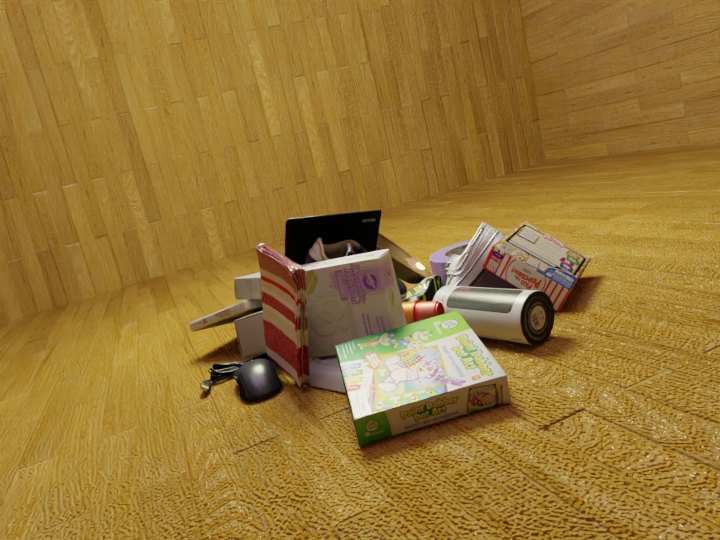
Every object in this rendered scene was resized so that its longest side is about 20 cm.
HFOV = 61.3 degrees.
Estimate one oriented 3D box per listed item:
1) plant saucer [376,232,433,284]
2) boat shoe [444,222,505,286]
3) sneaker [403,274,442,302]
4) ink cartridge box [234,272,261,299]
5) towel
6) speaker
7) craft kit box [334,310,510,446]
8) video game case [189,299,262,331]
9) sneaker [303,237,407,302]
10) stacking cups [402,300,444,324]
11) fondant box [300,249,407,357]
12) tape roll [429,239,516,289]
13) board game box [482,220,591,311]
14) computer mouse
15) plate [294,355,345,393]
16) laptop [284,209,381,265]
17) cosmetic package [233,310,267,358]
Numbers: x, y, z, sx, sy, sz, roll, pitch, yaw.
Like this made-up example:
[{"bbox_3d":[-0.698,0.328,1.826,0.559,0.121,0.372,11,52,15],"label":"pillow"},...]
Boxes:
[{"bbox_3d":[0.062,-0.028,1.257,0.036,0.198,0.200,-55,5,11],"label":"plant saucer"},{"bbox_3d":[0.193,-0.002,1.148,0.201,0.065,0.074,-50,-15,-11],"label":"boat shoe"},{"bbox_3d":[0.104,0.060,1.157,0.075,0.077,0.199,-7,12,32],"label":"sneaker"},{"bbox_3d":[-0.134,0.026,1.242,0.196,0.048,0.160,-1,5,19],"label":"ink cartridge box"},{"bbox_3d":[-0.126,0.071,0.971,0.022,0.204,0.143,-14,24,-30],"label":"towel"},{"bbox_3d":[0.204,0.068,0.970,0.080,0.083,0.199,-21,13,-32],"label":"speaker"},{"bbox_3d":[0.072,0.135,0.815,0.193,0.049,0.200,-13,21,-6],"label":"craft kit box"},{"bbox_3d":[-0.238,0.084,1.313,0.180,0.023,0.199,-21,-6,34],"label":"video game case"},{"bbox_3d":[0.000,0.000,1.065,0.196,0.081,0.079,14,25,-16],"label":"sneaker"},{"bbox_3d":[0.043,0.074,1.025,0.197,0.062,0.060,-9,12,30],"label":"stacking cups"},{"bbox_3d":[-0.032,0.057,0.983,0.197,0.147,0.058,-10,10,27],"label":"fondant box"},{"bbox_3d":[0.248,-0.007,1.280,0.196,0.087,0.200,-13,12,3],"label":"tape roll"},{"bbox_3d":[0.326,-0.016,1.107,0.150,0.047,0.199,33,31,18],"label":"board game box"},{"bbox_3d":[-0.210,0.178,1.042,0.138,0.047,0.200,-15,11,-10],"label":"computer mouse"},{"bbox_3d":[0.016,0.138,0.988,0.198,0.033,0.198,-24,14,-39],"label":"plate"},{"bbox_3d":[-0.068,-0.050,1.138,0.174,0.106,0.200,-6,5,-16],"label":"laptop"},{"bbox_3d":[-0.171,0.110,1.172,0.103,0.073,0.200,-15,0,-2],"label":"cosmetic package"}]
